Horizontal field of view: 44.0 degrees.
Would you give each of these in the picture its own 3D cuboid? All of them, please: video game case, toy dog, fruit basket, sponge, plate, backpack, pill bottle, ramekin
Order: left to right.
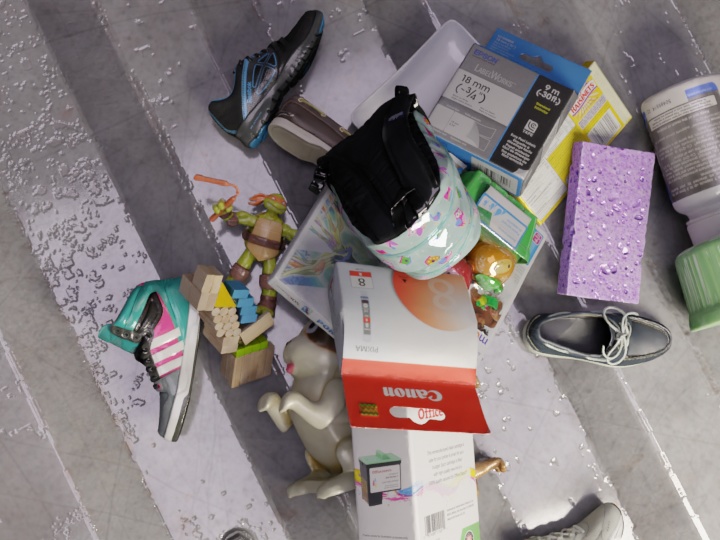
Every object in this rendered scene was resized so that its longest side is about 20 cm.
[{"bbox_3d":[-0.026,0.154,1.077,0.192,0.139,0.202,-14,85,-19],"label":"toy dog"},{"bbox_3d":[0.000,0.000,1.078,0.182,0.022,0.201,40,48,-14],"label":"video game case"},{"bbox_3d":[0.049,-0.089,1.005,0.167,0.201,0.126,-44,130,16],"label":"backpack"},{"bbox_3d":[0.120,-0.194,1.175,0.200,0.032,0.200,45,82,1],"label":"plate"},{"bbox_3d":[0.128,-0.013,1.097,0.185,0.094,0.201,36,71,-19],"label":"fruit basket"},{"bbox_3d":[0.320,-0.062,1.161,0.110,0.030,0.202,8,88,-17],"label":"sponge"},{"bbox_3d":[0.447,-0.141,1.155,0.113,0.114,0.202,-15,84,-6],"label":"pill bottle"},{"bbox_3d":[0.493,-0.001,1.109,0.198,0.200,0.099,-16,79,-6],"label":"ramekin"}]

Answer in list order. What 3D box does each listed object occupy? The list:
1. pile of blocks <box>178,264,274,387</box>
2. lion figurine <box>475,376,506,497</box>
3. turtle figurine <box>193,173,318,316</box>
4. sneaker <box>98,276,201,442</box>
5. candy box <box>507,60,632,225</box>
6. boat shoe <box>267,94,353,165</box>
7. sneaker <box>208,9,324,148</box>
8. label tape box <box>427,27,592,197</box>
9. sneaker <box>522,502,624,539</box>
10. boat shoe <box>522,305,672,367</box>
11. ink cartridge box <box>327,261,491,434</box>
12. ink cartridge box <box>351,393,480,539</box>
[{"bbox_3d":[-0.158,0.053,1.072,0.082,0.201,0.062,-34,48,-19],"label":"pile of blocks"},{"bbox_3d":[0.108,0.220,1.112,0.121,0.072,0.202,-17,84,-5],"label":"lion figurine"},{"bbox_3d":[-0.132,-0.033,1.119,0.198,0.064,0.163,18,92,-19],"label":"turtle figurine"},{"bbox_3d":[-0.259,0.101,1.085,0.119,0.084,0.202,8,76,-9],"label":"sneaker"},{"bbox_3d":[0.265,-0.167,1.169,0.200,0.026,0.102,-48,114,-8],"label":"candy box"},{"bbox_3d":[-0.021,-0.149,1.141,0.199,0.072,0.060,32,67,-7],"label":"boat shoe"},{"bbox_3d":[-0.117,-0.259,1.142,0.082,0.073,0.201,32,82,1],"label":"sneaker"},{"bbox_3d":[0.185,-0.215,1.115,0.143,0.063,0.201,28,78,14],"label":"label tape box"},{"bbox_3d":[0.241,0.354,1.110,0.092,0.076,0.200,44,81,5],"label":"sneaker"},{"bbox_3d":[0.311,0.083,1.148,0.198,0.062,0.076,8,81,-4],"label":"boat shoe"},{"bbox_3d":[0.053,0.079,0.963,0.160,0.050,0.201,6,40,-17],"label":"ink cartridge box"},{"bbox_3d":[0.064,0.238,1.009,0.083,0.144,0.202,-7,84,33],"label":"ink cartridge box"}]
